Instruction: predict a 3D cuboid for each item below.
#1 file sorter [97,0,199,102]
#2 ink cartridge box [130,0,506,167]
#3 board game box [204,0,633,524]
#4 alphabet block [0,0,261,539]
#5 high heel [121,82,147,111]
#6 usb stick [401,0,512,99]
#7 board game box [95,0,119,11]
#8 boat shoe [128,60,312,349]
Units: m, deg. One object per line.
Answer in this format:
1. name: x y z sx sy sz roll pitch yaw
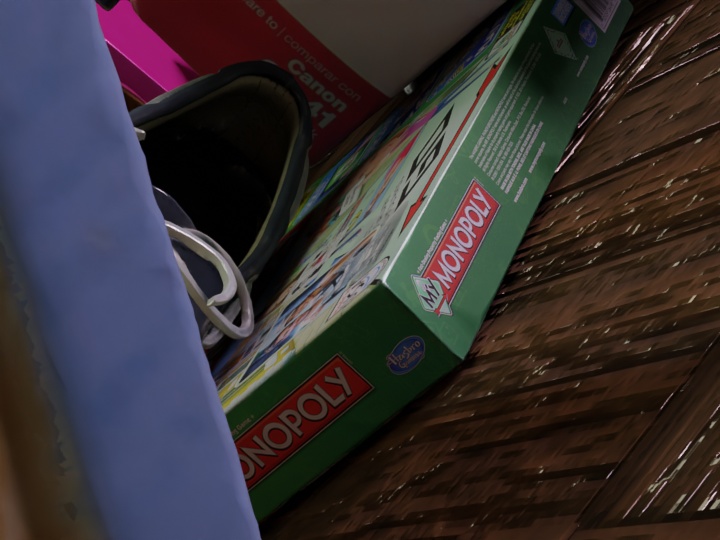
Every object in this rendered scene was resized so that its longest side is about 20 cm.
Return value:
1. file sorter: -0.120 -0.044 1.076 0.125 0.139 0.200 -49 8 6
2. ink cartridge box: 0.038 -0.142 0.737 0.200 0.086 0.148 -35 15 41
3. board game box: 0.000 0.000 0.654 0.135 0.029 0.200 -40 11 32
4. alphabet block: -0.154 0.043 0.433 0.195 0.197 0.200 -9 -14 -32
5. high heel: -0.079 -0.054 0.828 0.067 0.200 0.096 -12 -53 -27
6. usb stick: 0.087 -0.129 0.810 0.200 0.033 0.055 -45 15 10
7. board game box: -0.037 -0.174 0.755 0.200 0.062 0.200 -47 11 -1
8. boat shoe: -0.061 -0.001 0.624 0.062 0.075 0.200 -55 -6 29
